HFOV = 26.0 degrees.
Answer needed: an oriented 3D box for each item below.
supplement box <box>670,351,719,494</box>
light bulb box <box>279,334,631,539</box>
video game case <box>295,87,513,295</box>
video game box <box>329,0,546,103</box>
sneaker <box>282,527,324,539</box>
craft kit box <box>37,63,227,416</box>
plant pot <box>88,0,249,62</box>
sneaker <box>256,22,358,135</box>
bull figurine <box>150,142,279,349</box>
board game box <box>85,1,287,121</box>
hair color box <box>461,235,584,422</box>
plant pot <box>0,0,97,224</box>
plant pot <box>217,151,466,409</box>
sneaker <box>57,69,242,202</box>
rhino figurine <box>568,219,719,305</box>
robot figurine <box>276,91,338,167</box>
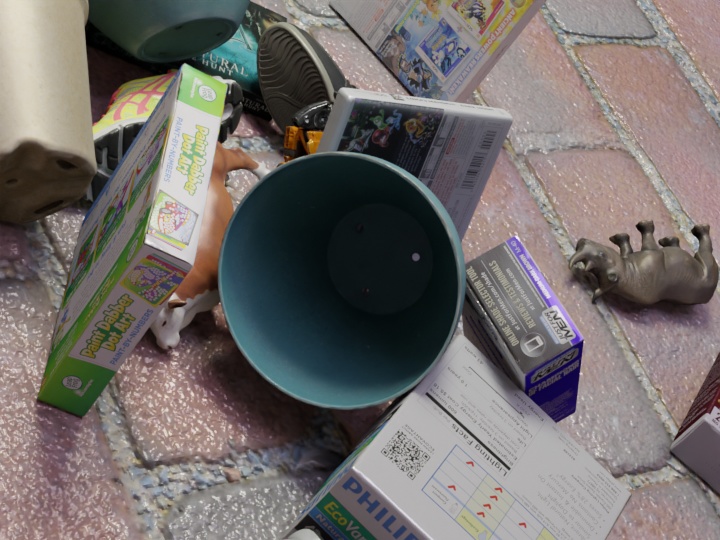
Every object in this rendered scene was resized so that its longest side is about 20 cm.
[{"bbox_3d":[0.396,0.145,1.568,0.109,0.061,0.200,40,40,2],"label":"supplement box"},{"bbox_3d":[0.078,0.195,1.234,0.198,0.125,0.200,43,41,3],"label":"light bulb box"},{"bbox_3d":[0.026,-0.060,1.373,0.180,0.201,0.023,3,31,-35],"label":"video game case"},{"bbox_3d":[0.083,-0.287,1.614,0.183,0.200,0.047,50,40,12],"label":"video game box"},{"bbox_3d":[-0.038,0.288,1.116,0.086,0.081,0.201,-13,54,-29],"label":"sneaker"},{"bbox_3d":[-0.173,-0.023,1.184,0.048,0.200,0.199,26,43,-17],"label":"craft kit box"},{"bbox_3d":[-0.170,-0.264,1.371,0.199,0.200,0.136,-9,77,-41],"label":"plant pot"},{"bbox_3d":[-0.023,-0.156,1.504,0.201,0.074,0.106,60,33,-10],"label":"sneaker"},{"bbox_3d":[-0.130,-0.026,1.305,0.121,0.065,0.202,24,58,-44],"label":"bull figurine"},{"bbox_3d":[-0.166,-0.234,1.510,0.199,0.028,0.136,21,45,-21],"label":"board game box"},{"bbox_3d":[0.138,0.063,1.348,0.064,0.200,0.110,-29,69,-5],"label":"hair color box"},{"bbox_3d":[-0.289,-0.143,1.231,0.199,0.200,0.185,-1,66,-38],"label":"plant pot"},{"bbox_3d":[0.000,0.000,1.271,0.200,0.200,0.135,45,17,6],"label":"plant pot"},{"bbox_3d":[-0.198,-0.122,1.363,0.090,0.079,0.199,28,40,29],"label":"sneaker"},{"bbox_3d":[0.297,-0.004,1.628,0.198,0.060,0.088,1,64,-32],"label":"rhino figurine"},{"bbox_3d":[0.008,-0.088,1.413,0.198,0.147,0.058,0,13,-31],"label":"robot figurine"}]
